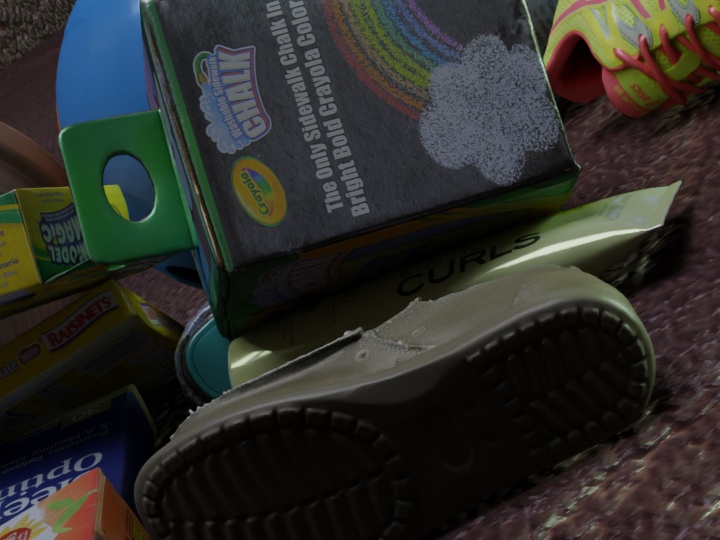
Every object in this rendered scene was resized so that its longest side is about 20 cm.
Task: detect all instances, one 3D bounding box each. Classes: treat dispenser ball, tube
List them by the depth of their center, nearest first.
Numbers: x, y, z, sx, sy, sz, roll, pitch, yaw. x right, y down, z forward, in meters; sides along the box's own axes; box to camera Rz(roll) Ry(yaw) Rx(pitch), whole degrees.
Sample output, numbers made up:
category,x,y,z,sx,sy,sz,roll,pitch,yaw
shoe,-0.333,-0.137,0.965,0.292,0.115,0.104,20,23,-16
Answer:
category,x,y,z,sx,sy,sz,roll,pitch,yaw
tube,0.040,0.012,1.058,0.199,0.052,0.058,-25,49,19
treat dispenser ball,-0.054,-0.088,1.290,0.200,0.202,0.201,-31,13,8

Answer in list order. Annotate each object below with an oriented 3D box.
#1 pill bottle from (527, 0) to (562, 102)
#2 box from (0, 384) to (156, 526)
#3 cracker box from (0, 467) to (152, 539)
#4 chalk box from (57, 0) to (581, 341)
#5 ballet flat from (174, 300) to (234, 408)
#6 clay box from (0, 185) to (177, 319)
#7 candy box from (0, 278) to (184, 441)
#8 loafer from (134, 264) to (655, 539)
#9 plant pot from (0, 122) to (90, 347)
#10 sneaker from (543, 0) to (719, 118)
category,x,y,z,sx,sy,sz,roll,pitch,yaw
pill bottle,0.133,-0.170,1.334,0.199,0.109,0.109,-32,13,10
box,-0.149,0.118,1.101,0.120,0.033,0.200,-23,19,4
cracker box,-0.165,0.170,0.940,0.199,0.058,0.134,-31,20,8
chalk box,-0.024,-0.053,1.078,0.198,0.125,0.124,-15,-13,-6
ballet flat,0.000,0.000,1.162,0.200,0.072,0.072,-35,13,-11
clay box,-0.187,0.004,1.151,0.199,0.048,0.115,-19,-3,17
candy box,-0.137,0.051,1.230,0.102,0.027,0.200,-30,-9,0
loafer,0.014,0.055,0.920,0.199,0.076,0.067,-20,16,14
plant pot,-0.228,0.024,1.293,0.200,0.201,0.093,-31,28,11
sneaker,0.154,-0.109,1.184,0.200,0.078,0.091,2,60,62
